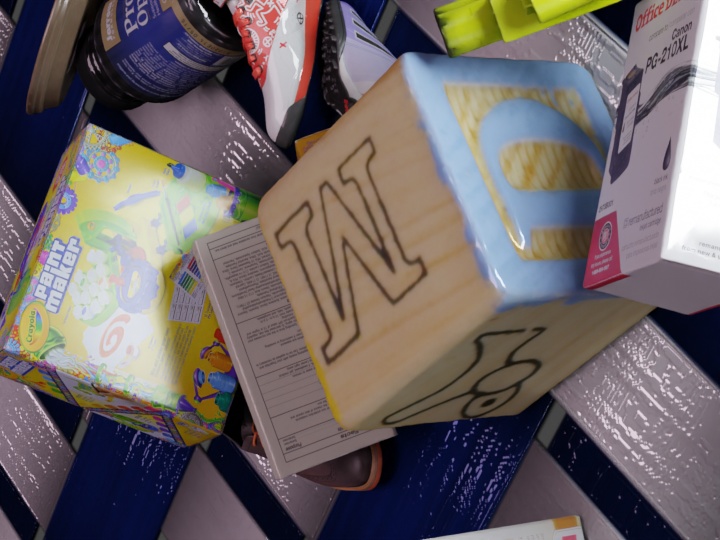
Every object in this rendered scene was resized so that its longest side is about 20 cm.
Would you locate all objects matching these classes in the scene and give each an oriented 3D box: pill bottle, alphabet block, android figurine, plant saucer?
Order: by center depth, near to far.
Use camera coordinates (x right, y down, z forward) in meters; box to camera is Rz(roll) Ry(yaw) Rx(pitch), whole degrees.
[{"bbox_3d":[0.146,-0.198,1.393,0.199,0.182,0.041,-21,100,6],"label":"android figurine"},{"bbox_3d":[0.075,-0.019,1.472,0.200,0.194,0.197,-42,60,41],"label":"alphabet block"},{"bbox_3d":[-0.165,-0.214,1.803,0.199,0.111,0.113,-25,73,47],"label":"pill bottle"},{"bbox_3d":[-0.266,-0.236,1.908,0.200,0.029,0.201,-160,90,-85],"label":"plant saucer"}]

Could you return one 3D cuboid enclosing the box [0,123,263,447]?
[{"bbox_3d":[-0.185,0.016,1.708,0.122,0.192,0.201,-27,42,68],"label":"box"}]

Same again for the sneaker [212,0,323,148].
[{"bbox_3d":[-0.087,-0.208,1.693,0.067,0.107,0.203,179,100,-84],"label":"sneaker"}]

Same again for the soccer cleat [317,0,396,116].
[{"bbox_3d":[0.015,-0.146,1.642,0.201,0.073,0.069,-110,21,-45],"label":"soccer cleat"}]

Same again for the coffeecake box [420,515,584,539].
[{"bbox_3d":[0.083,0.267,1.469,0.073,0.199,0.155,-24,74,47],"label":"coffeecake box"}]

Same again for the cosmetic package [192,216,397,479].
[{"bbox_3d":[-0.054,0.055,1.632,0.073,0.103,0.201,141,110,-82],"label":"cosmetic package"}]

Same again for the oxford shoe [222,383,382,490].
[{"bbox_3d":[-0.060,0.143,1.729,0.199,0.072,0.072,16,104,48],"label":"oxford shoe"}]

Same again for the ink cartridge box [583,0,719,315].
[{"bbox_3d":[0.217,-0.085,1.301,0.145,0.084,0.202,150,133,-75],"label":"ink cartridge box"}]

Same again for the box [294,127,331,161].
[{"bbox_3d":[0.000,0.000,1.631,0.119,0.041,0.201,86,165,-67],"label":"box"}]
